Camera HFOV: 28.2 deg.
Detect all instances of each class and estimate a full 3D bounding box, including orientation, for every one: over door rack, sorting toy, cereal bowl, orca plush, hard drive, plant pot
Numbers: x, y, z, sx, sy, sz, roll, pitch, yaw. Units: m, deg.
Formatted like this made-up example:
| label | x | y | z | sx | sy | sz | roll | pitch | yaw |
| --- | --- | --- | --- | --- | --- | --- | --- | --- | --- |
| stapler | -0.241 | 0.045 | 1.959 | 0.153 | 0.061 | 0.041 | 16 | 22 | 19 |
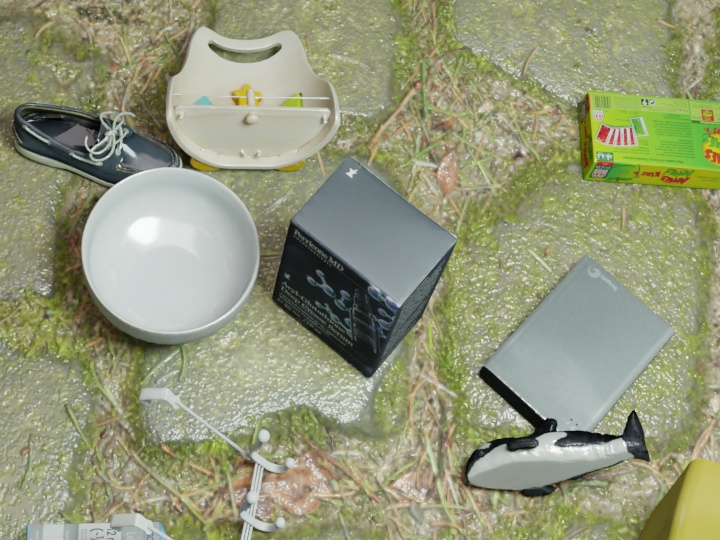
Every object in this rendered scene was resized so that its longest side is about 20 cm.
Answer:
| label | x | y | z | sx | sy | sz | roll | pitch | yaw |
| --- | --- | --- | --- | --- | --- | --- | --- | --- | --- |
| over door rack | -0.146 | 0.222 | 1.441 | 0.199 | 0.066 | 0.149 | 35 | 51 | -37 |
| sorting toy | -0.133 | -0.218 | 1.696 | 0.197 | 0.107 | 0.182 | 1 | 57 | -9 |
| cereal bowl | -0.210 | -0.007 | 1.584 | 0.197 | 0.084 | 0.203 | 4 | 65 | -8 |
| orca plush | 0.208 | 0.180 | 1.547 | 0.105 | 0.198 | 0.072 | 42 | 36 | -37 |
| hard drive | 0.250 | 0.094 | 1.645 | 0.139 | 0.033 | 0.200 | 41 | 65 | 10 |
| plant pot | 0.377 | 0.316 | 1.482 | 0.197 | 0.201 | 0.178 | 16 | 51 | -2 |

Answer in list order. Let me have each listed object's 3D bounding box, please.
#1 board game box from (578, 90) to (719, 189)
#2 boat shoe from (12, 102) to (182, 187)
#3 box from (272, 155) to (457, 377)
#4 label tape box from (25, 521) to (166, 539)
| label | x | y | z | sx | sy | sz | roll | pitch | yaw |
| --- | --- | --- | --- | --- | --- | --- | --- | --- | --- |
| board game box | 0.374 | -0.161 | 1.780 | 0.197 | 0.048 | 0.103 | 4 | 65 | -8 |
| boat shoe | -0.301 | -0.149 | 1.647 | 0.198 | 0.062 | 0.076 | 18 | 61 | -2 |
| box | 0.000 | 0.000 | 1.552 | 0.148 | 0.201 | 0.107 | 38 | 64 | 10 |
| label tape box | -0.230 | 0.314 | 1.401 | 0.197 | 0.067 | 0.144 | -1 | 31 | -9 |
